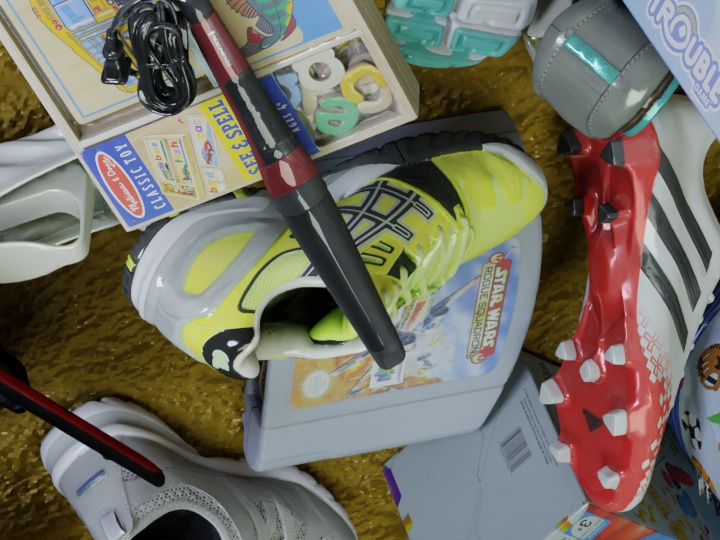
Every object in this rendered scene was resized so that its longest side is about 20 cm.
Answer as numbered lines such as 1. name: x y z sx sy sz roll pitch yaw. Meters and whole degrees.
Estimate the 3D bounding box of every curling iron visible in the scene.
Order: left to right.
1. curling iron: -0.036 -0.035 1.111 0.049 0.026 0.200 -19 127 27

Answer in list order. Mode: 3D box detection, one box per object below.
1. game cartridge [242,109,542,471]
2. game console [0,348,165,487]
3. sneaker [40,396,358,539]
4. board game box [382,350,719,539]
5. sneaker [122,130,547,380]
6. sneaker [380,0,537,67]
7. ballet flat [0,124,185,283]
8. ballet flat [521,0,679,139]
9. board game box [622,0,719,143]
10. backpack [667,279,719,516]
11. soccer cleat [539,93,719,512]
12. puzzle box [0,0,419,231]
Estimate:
1. game cartridge: 0.016 0.013 1.332 0.132 0.042 0.201 -7 138 -13
2. game console: -0.214 0.060 1.206 0.172 0.119 0.200 -36 139 15
3. sneaker: -0.073 0.134 1.385 0.075 0.082 0.200 -43 137 22
4. board game box: 0.125 0.135 1.466 0.200 0.105 0.103 24 122 -41
5. sneaker: 0.000 0.000 1.207 0.199 0.076 0.076 -19 142 -28
6. sneaker: 0.049 -0.170 1.093 0.077 0.092 0.200 5 142 -25
7. ballet flat: -0.109 -0.034 1.193 0.199 0.070 0.070 -20 141 -5
8. ballet flat: 0.097 -0.095 1.186 0.064 0.200 0.068 36 97 -2
9. board game box: 0.188 -0.110 1.145 0.198 0.200 0.043 8 127 -32
10. backpack: 0.237 0.056 1.387 0.200 0.154 0.191 -48 141 -5
11. soccer cleat: 0.133 0.014 1.322 0.085 0.069 0.201 -11 109 -33
12. puzzle box: -0.078 -0.114 1.082 0.132 0.025 0.200 -20 125 17
